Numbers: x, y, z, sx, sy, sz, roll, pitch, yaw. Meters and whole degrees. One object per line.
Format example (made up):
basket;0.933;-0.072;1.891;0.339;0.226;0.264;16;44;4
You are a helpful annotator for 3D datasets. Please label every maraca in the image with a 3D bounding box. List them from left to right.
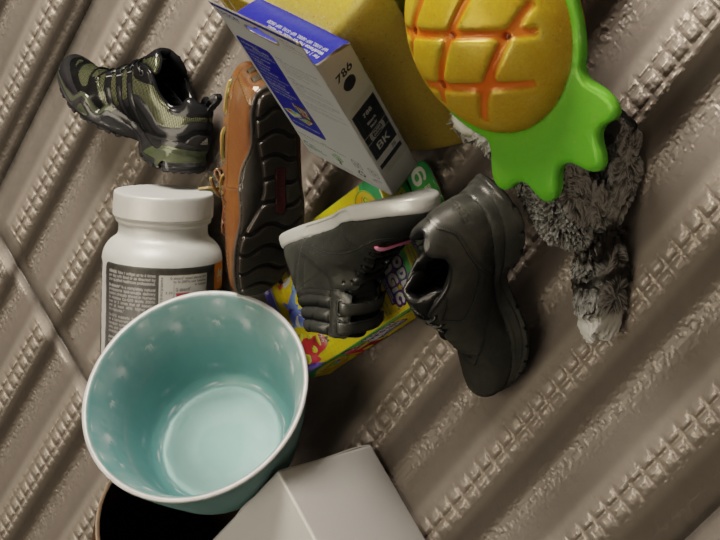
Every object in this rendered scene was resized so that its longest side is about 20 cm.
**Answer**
maraca;0.101;-0.146;0.994;0.137;0.106;0.202;-34;81;45

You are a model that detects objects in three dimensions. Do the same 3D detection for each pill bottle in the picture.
pill bottle;-0.187;0.025;1.377;0.116;0.116;0.203;13;104;41

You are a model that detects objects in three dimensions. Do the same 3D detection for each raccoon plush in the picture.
raccoon plush;0.128;-0.053;1.094;0.133;0.096;0.203;18;108;48

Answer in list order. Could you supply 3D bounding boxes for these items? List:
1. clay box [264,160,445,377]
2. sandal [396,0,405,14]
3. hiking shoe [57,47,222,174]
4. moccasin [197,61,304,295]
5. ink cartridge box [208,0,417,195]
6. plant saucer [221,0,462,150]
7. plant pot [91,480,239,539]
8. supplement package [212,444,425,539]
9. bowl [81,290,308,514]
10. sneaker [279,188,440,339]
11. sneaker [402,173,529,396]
clay box;0.000;0.000;1.245;0.199;0.047;0.116;-36;71;41
sandal;-0.024;-0.233;1.231;0.200;0.079;0.088;43;151;27
hiking shoe;-0.209;-0.174;1.413;0.199;0.075;0.101;34;109;25
moccasin;-0.093;-0.075;1.238;0.078;0.073;0.204;38;137;50
ink cartridge box;-0.032;-0.138;1.095;0.099;0.200;0.039;31;77;33
plant saucer;-0.029;-0.176;1.157;0.199;0.200;0.049;30;74;37
plant pot;-0.182;0.293;1.383;0.188;0.186;0.201;58;142;21
supplement package;-0.012;0.271;1.242;0.121;0.119;0.201;-47;65;37
bowl;-0.130;0.130;1.271;0.200;0.200;0.105;40;163;32
sneaker;0.009;-0.002;1.152;0.199;0.070;0.100;-19;84;55
sneaker;0.075;0.022;1.117;0.076;0.090;0.202;41;150;45
